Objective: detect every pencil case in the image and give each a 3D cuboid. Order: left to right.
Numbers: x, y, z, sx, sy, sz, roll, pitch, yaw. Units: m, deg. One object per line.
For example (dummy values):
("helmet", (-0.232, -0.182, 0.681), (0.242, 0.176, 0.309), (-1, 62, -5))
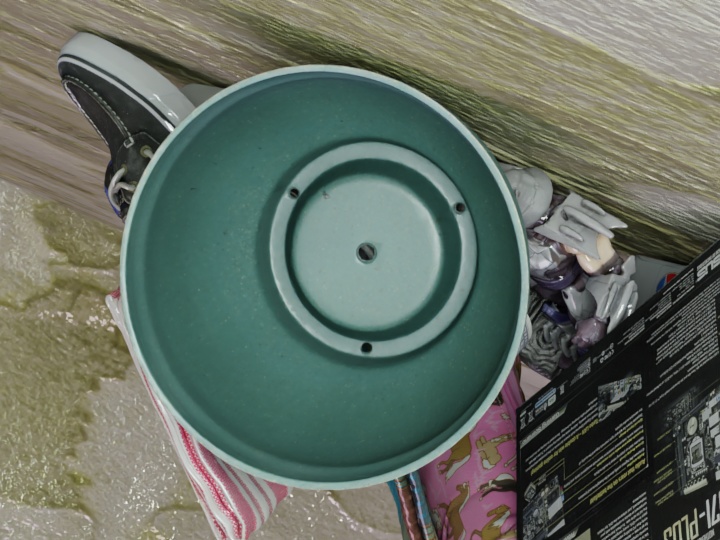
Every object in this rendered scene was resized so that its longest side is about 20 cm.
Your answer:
("pencil case", (0.074, 0.119, 1.369), (0.201, 0.082, 0.087), (-107, 0, -52))

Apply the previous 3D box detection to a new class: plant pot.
("plant pot", (-0.006, -0.004, 1.207), (0.199, 0.202, 0.134), (21, -169, 9))

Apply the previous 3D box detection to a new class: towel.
("towel", (-0.061, 0.048, 1.305), (0.030, 0.147, 0.200), (-21, -172, 23))
("towel", (0.017, 0.105, 1.356), (0.022, 0.148, 0.200), (-17, -151, -1))

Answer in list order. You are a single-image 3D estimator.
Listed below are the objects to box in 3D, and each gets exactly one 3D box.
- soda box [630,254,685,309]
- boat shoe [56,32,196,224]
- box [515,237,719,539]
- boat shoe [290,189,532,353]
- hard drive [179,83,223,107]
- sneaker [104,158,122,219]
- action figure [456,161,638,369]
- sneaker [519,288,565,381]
("soda box", (0.238, 0.058, 1.455), (0.199, 0.069, 0.063), (25, 175, -36))
("boat shoe", (-0.116, -0.055, 1.436), (0.200, 0.071, 0.072), (44, 162, 5))
("box", (0.165, 0.104, 1.205), (0.086, 0.165, 0.200), (20, 140, -23))
("boat shoe", (0.000, 0.000, 1.326), (0.200, 0.068, 0.072), (38, 153, 26))
("hard drive", (-0.027, -0.025, 1.465), (0.201, 0.026, 0.132), (55, 160, -26))
("sneaker", (-0.109, -0.056, 1.568), (0.078, 0.076, 0.200), (27, -169, 25))
("action figure", (0.107, 0.006, 1.310), (0.130, 0.069, 0.200), (41, 172, 40))
("sneaker", (0.094, 0.002, 1.498), (0.200, 0.076, 0.115), (35, -175, 4))
